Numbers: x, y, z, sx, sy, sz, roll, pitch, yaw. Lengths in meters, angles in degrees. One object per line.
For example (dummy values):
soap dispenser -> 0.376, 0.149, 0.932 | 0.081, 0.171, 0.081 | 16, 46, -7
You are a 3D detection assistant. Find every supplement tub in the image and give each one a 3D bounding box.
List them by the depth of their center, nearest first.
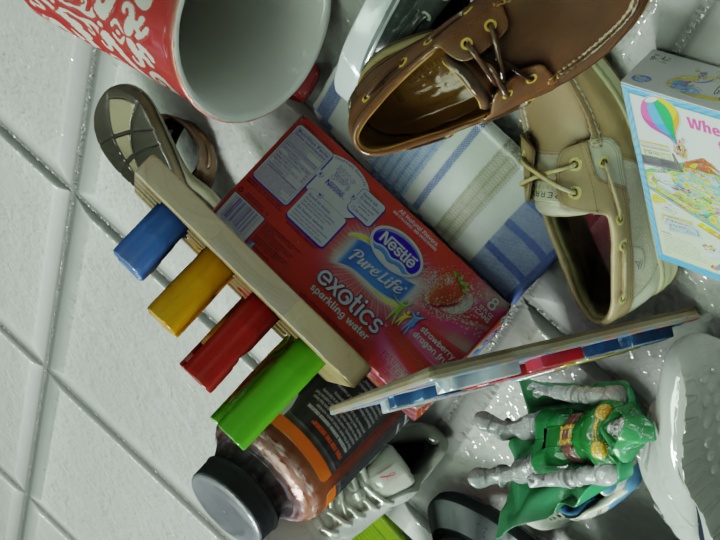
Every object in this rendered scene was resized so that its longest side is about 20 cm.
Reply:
supplement tub -> -0.037, 0.115, 1.523 | 0.107, 0.200, 0.107 | 33, 149, 23

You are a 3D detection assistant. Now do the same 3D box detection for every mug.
mug -> -0.129, -0.175, 1.346 | 0.199, 0.133, 0.179 | 26, 145, 40

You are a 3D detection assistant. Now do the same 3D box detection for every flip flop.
flip flop -> -0.140, -0.083, 1.572 | 0.081, 0.058, 0.200 | 13, 153, 40

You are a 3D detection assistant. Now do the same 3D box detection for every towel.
towel -> 0.057, -0.074, 1.326 | 0.200, 0.024, 0.147 | 44, 153, 4

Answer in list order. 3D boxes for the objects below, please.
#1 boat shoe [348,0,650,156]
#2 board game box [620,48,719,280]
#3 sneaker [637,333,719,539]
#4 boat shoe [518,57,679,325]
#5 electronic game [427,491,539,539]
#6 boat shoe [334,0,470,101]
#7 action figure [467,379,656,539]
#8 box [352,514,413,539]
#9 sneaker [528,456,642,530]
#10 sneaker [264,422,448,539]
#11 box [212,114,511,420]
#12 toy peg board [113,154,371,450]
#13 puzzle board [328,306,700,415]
boat shoe -> 0.076, -0.117, 1.117 | 0.199, 0.068, 0.072 | -27, 109, 30
board game box -> 0.242, -0.037, 1.101 | 0.199, 0.034, 0.135 | 23, 145, 39
sneaker -> 0.212, 0.113, 1.310 | 0.080, 0.076, 0.201 | 35, 151, 41
boat shoe -> 0.132, -0.054, 1.197 | 0.074, 0.066, 0.201 | 10, 134, 50
electronic game -> 0.133, 0.255, 1.641 | 0.200, 0.042, 0.200 | 39, 160, 17
boat shoe -> 0.038, -0.155, 1.186 | 0.056, 0.069, 0.200 | 37, 144, 7
action figure -> 0.137, 0.113, 1.340 | 0.054, 0.119, 0.200 | 10, 166, -24
box -> 0.059, 0.277, 1.692 | 0.122, 0.048, 0.200 | 45, 178, 39
sneaker -> 0.148, 0.153, 1.452 | 0.072, 0.073, 0.200 | 43, 154, 3
sneaker -> -0.008, 0.171, 1.574 | 0.078, 0.200, 0.099 | 54, 142, -5
box -> 0.000, 0.000, 1.401 | 0.200, 0.100, 0.096 | 43, 174, 7
toy peg board -> -0.105, 0.032, 1.377 | 0.199, 0.098, 0.200 | 44, 174, -4
puzzle board -> 0.097, 0.062, 1.280 | 0.151, 0.198, 0.018 | -28, 75, 62
